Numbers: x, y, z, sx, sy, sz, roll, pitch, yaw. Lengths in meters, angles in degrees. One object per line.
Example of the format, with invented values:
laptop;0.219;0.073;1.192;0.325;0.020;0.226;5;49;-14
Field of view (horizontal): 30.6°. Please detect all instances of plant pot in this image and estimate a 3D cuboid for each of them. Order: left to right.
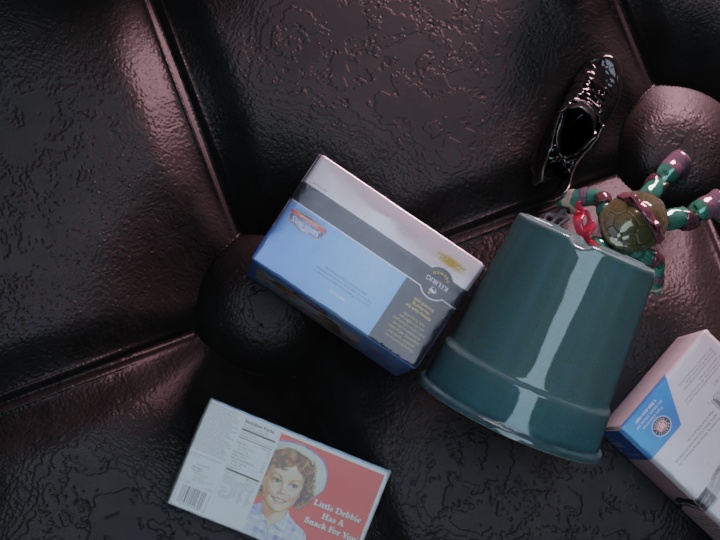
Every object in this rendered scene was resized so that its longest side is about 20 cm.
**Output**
plant pot;0.187;0.059;1.310;0.200;0.200;0.196;23;96;-3

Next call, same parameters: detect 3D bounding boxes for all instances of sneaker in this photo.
sneaker;0.238;-0.160;1.420;0.060;0.104;0.200;32;79;-1

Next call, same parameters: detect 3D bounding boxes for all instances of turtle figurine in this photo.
turtle figurine;0.294;-0.044;1.419;0.200;0.101;0.150;-32;87;-16

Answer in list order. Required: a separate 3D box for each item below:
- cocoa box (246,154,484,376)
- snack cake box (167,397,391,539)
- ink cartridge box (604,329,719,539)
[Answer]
cocoa box;0.000;0.000;1.352;0.200;0.133;0.131;34;80;-1
snack cake box;-0.084;0.220;1.345;0.200;0.067;0.115;23;78;-4
ink cartridge box;0.379;0.185;1.399;0.200;0.084;0.145;43;79;1
